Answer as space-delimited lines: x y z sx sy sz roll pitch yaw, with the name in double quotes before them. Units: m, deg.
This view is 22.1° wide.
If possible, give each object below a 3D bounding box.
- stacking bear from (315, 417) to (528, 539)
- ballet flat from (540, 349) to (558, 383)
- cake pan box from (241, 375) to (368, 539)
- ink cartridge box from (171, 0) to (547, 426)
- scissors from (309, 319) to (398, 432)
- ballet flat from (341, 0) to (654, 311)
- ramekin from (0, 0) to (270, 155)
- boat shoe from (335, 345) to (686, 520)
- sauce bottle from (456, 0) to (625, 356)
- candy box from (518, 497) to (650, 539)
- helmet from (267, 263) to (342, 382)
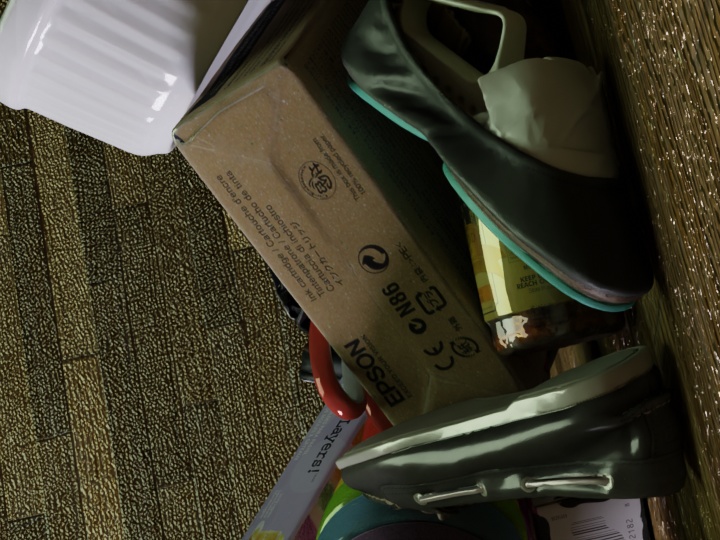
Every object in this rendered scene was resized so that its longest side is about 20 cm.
"stacking bear" 0.034 0.129 0.911 0.114 0.121 0.200 46 -155 -22
"ballet flat" 0.086 0.015 1.065 0.076 0.064 0.201 122 162 -48
"cake pan box" 0.030 0.170 1.040 0.200 0.052 0.185 52 -125 -24
"ink cartridge box" 0.015 -0.039 0.896 0.200 0.075 0.165 53 -153 -15
"scissors" 0.000 0.000 0.928 0.073 0.014 0.201 35 -143 -35
"ballet flat" 0.054 -0.064 0.739 0.200 0.068 0.069 46 124 41
"ramekin" -0.093 -0.149 0.906 0.203 0.094 0.202 -59 4 6
"boat shoe" 0.058 0.083 0.779 0.200 0.067 0.057 -24 89 52
"sauce bottle" 0.069 -0.064 0.829 0.066 0.066 0.201 69 -170 -82
"candy box" 0.130 0.192 1.001 0.136 0.061 0.201 -100 -3 -78
"helmet" 0.023 -0.017 1.239 0.190 0.199 0.202 -15 87 55
